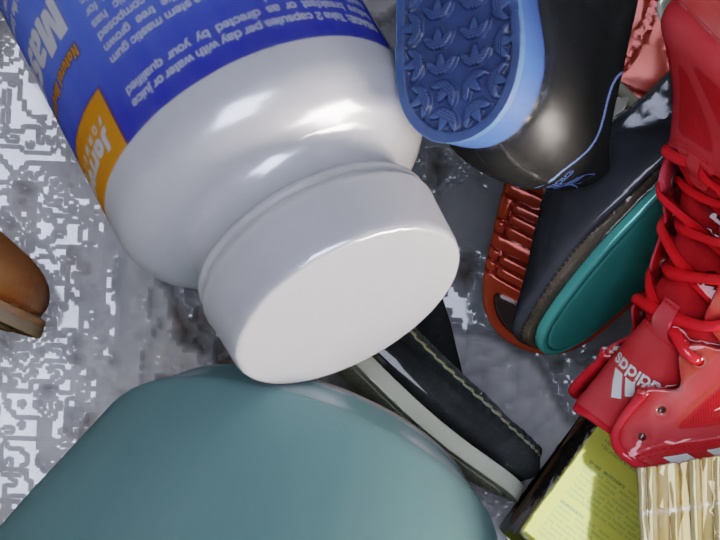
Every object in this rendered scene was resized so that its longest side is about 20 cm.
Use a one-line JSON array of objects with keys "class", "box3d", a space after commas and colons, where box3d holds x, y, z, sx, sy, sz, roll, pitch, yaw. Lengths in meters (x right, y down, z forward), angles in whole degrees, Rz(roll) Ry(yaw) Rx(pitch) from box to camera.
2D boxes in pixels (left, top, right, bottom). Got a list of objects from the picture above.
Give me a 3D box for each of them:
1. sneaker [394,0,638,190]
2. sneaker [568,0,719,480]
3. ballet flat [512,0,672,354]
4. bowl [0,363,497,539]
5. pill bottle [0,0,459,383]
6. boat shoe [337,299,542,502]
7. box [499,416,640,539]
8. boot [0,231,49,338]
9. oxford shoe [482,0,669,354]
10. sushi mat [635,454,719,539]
[{"class": "sneaker", "box3d": [0.055, -0.123, 0.917, 0.070, 0.078, 0.200, -7, 70, 35]}, {"class": "sneaker", "box3d": [0.114, 0.004, 0.888, 0.115, 0.078, 0.200, -33, 126, -2]}, {"class": "ballet flat", "box3d": [0.115, -0.059, 0.946, 0.200, 0.073, 0.073, -44, 87, 10]}, {"class": "bowl", "box3d": [-0.032, 0.105, 0.942, 0.200, 0.201, 0.105, 20, 63, 0]}, {"class": "pill bottle", "box3d": [-0.048, -0.065, 0.922, 0.112, 0.112, 0.200, -27, 63, -4]}, {"class": "boat shoe", "box3d": [0.000, 0.000, 0.998, 0.068, 0.072, 0.200, -42, 84, -6]}, {"class": "box", "box3d": [0.131, 0.029, 0.998, 0.050, 0.075, 0.200, 38, 83, 0]}, {"class": "boot", "box3d": [-0.160, -0.083, 1.002, 0.200, 0.074, 0.155, 38, 80, -1]}, {"class": "oxford shoe", "box3d": [0.105, -0.061, 1.010, 0.071, 0.073, 0.200, 29, 94, -2]}, {"class": "sushi mat", "box3d": [0.141, 0.158, 0.899, 0.095, 0.012, 0.200, -2, 88, -4]}]
